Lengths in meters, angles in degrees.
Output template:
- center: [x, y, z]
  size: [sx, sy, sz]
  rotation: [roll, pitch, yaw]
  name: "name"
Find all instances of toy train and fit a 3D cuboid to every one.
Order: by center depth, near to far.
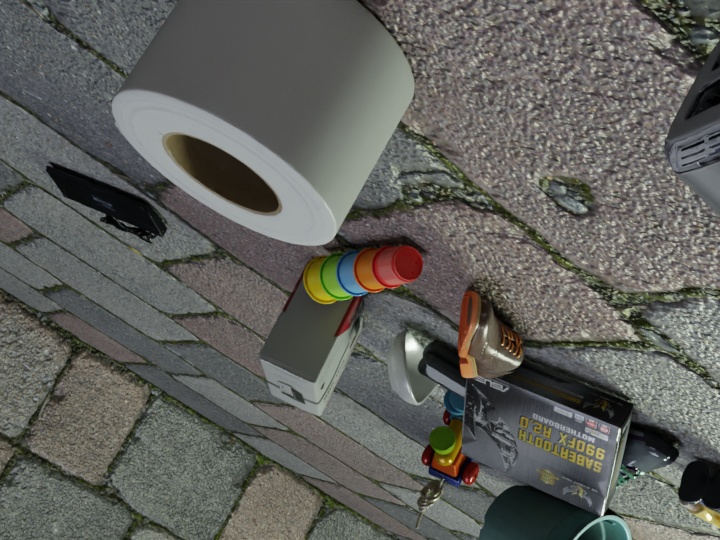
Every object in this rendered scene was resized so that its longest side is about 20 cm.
- center: [0.121, 0.263, 1.554]
  size: [0.084, 0.200, 0.116]
  rotation: [21, 156, 24]
  name: "toy train"

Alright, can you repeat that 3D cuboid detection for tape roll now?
- center: [-0.075, -0.130, 0.863]
  size: [0.202, 0.140, 0.203]
  rotation: [25, 162, 9]
  name: "tape roll"

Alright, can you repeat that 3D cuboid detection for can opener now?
- center: [0.172, 0.152, 1.430]
  size: [0.199, 0.053, 0.067]
  rotation: [28, 128, 0]
  name: "can opener"

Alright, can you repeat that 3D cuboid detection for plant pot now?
- center: [0.319, 0.470, 1.853]
  size: [0.196, 0.201, 0.200]
  rotation: [21, 162, 47]
  name: "plant pot"

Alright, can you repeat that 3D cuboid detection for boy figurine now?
- center: [0.462, 0.308, 1.371]
  size: [0.124, 0.065, 0.200]
  rotation: [9, 150, 42]
  name: "boy figurine"

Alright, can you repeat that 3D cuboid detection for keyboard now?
- center: [-0.368, -0.094, 1.618]
  size: [0.199, 0.021, 0.127]
  rotation: [22, 155, 24]
  name: "keyboard"

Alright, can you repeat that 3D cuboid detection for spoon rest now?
- center: [0.075, 0.138, 1.486]
  size: [0.060, 0.100, 0.200]
  rotation: [-9, 166, 6]
  name: "spoon rest"

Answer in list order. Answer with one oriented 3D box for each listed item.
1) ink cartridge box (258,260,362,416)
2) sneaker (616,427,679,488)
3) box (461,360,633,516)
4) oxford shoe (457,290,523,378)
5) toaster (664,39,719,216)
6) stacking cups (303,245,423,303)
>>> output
- center: [-0.060, 0.095, 1.450]
  size: [0.083, 0.147, 0.200]
  rotation: [24, 163, 8]
  name: "ink cartridge box"
- center: [0.330, 0.255, 1.383]
  size: [0.074, 0.088, 0.200]
  rotation: [31, 163, -5]
  name: "sneaker"
- center: [0.224, 0.196, 1.343]
  size: [0.199, 0.048, 0.159]
  rotation: [22, 132, 25]
  name: "box"
- center: [0.148, 0.072, 1.225]
  size: [0.073, 0.072, 0.200]
  rotation: [5, 162, 9]
  name: "oxford shoe"
- center: [0.252, -0.074, 0.557]
  size: [0.129, 0.114, 0.200]
  rotation: [35, 164, -10]
  name: "toaster"
- center: [0.000, 0.000, 1.244]
  size: [0.060, 0.061, 0.200]
  rotation: [35, 160, -18]
  name: "stacking cups"
